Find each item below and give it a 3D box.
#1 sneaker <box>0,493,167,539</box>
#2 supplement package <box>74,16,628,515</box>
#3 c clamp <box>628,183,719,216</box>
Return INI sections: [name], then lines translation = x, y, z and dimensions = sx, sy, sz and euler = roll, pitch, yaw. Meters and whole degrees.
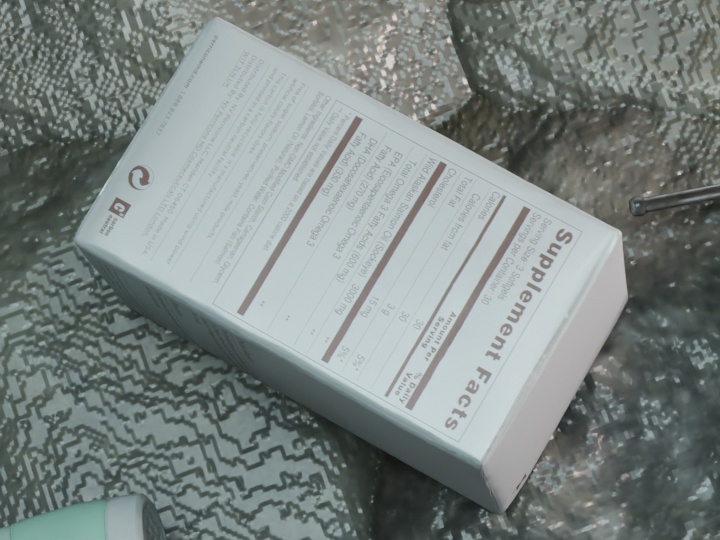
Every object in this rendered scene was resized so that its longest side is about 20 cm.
[sneaker]
translation = -0.131, 0.202, 1.173
dimensions = 0.118, 0.074, 0.201
euler = -11, 75, 9
[supplement package]
translation = 0.000, 0.000, 1.186
dimensions = 0.200, 0.117, 0.117
euler = 29, 80, 13
[c clamp]
translation = 0.229, 0.035, 1.201
dimensions = 0.170, 0.027, 0.200
euler = -18, 72, -4
